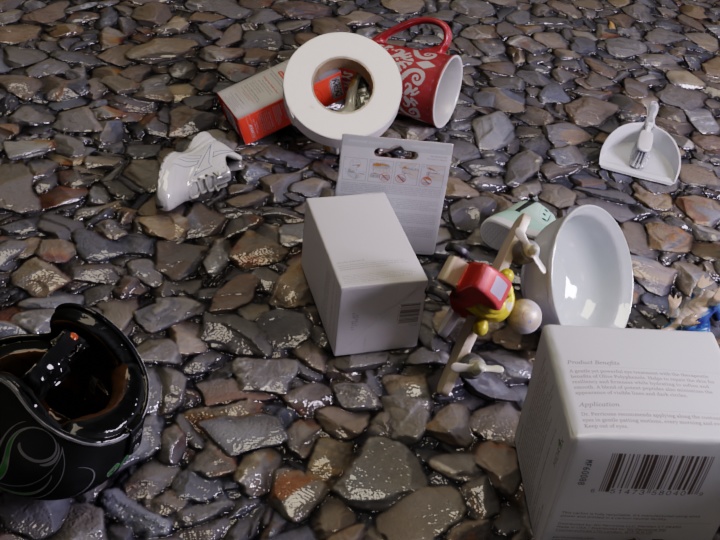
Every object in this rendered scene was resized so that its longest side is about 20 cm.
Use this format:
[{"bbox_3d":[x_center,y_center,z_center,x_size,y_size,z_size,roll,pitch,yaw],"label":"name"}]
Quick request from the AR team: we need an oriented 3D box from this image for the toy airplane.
[{"bbox_3d":[0.163,0.045,1.245,0.141,0.201,0.199,23,33,12],"label":"toy airplane"}]

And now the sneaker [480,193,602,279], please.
[{"bbox_3d":[0.295,-0.049,1.468,0.200,0.074,0.118,30,42,25],"label":"sneaker"}]

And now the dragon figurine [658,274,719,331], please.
[{"bbox_3d":[0.458,0.073,1.351,0.200,0.100,0.059,-35,53,-17],"label":"dragon figurine"}]

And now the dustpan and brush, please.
[{"bbox_3d":[0.516,-0.242,1.754,0.139,0.057,0.200,16,39,11],"label":"dustpan and brush"}]

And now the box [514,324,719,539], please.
[{"bbox_3d":[0.291,0.187,1.070,0.198,0.200,0.172,3,40,-5],"label":"box"}]

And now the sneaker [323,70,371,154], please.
[{"bbox_3d":[0.010,-0.277,1.678,0.087,0.076,0.201,22,73,5],"label":"sneaker"}]

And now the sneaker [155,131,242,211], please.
[{"bbox_3d":[-0.253,-0.152,1.514,0.087,0.075,0.200,22,41,10],"label":"sneaker"}]

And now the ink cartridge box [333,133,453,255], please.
[{"bbox_3d":[0.041,-0.116,1.408,0.159,0.200,0.047,5,39,-3],"label":"ink cartridge box"}]

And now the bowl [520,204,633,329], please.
[{"bbox_3d":[0.282,0.014,1.326,0.090,0.202,0.201,-3,23,45],"label":"bowl"}]

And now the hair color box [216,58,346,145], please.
[{"bbox_3d":[-0.137,-0.305,1.686,0.200,0.061,0.102,-28,48,-11],"label":"hair color box"}]

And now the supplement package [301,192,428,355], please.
[{"bbox_3d":[0.000,0.000,1.320,0.119,0.122,0.200,-6,41,-15],"label":"supplement package"}]

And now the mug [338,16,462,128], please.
[{"bbox_3d":[0.078,-0.367,1.777,0.199,0.134,0.178,18,70,20],"label":"mug"}]

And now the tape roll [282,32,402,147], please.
[{"bbox_3d":[-0.031,-0.302,1.623,0.202,0.037,0.204,1,74,-4],"label":"tape roll"}]

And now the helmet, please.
[{"bbox_3d":[-0.334,0.146,1.031,0.200,0.191,0.201,24,48,-30],"label":"helmet"}]
